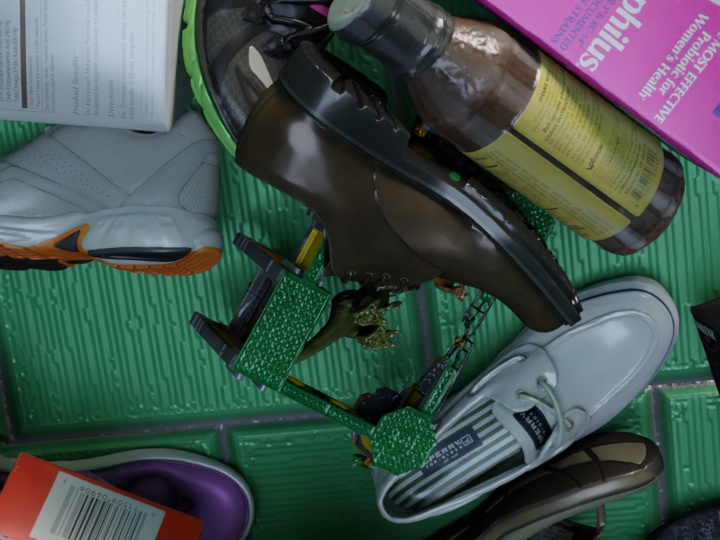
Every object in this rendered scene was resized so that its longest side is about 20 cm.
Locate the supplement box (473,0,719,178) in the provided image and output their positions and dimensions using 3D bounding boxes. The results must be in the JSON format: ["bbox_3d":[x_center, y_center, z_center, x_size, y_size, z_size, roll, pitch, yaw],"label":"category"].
[{"bbox_3d":[0.126,-0.146,0.883,0.200,0.103,0.101,35,98,-8],"label":"supplement box"}]

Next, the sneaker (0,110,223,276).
[{"bbox_3d":[-0.164,-0.049,0.969,0.200,0.076,0.092,3,78,15],"label":"sneaker"}]

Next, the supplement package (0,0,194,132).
[{"bbox_3d":[-0.184,-0.143,0.907,0.200,0.114,0.110,5,110,3],"label":"supplement package"}]

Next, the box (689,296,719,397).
[{"bbox_3d":[0.269,0.086,0.889,0.124,0.200,0.149,-21,105,-1],"label":"box"}]

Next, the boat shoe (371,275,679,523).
[{"bbox_3d":[0.093,0.081,0.982,0.200,0.067,0.074,-39,101,15],"label":"boat shoe"}]

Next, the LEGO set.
[{"bbox_3d":[0.000,0.000,0.957,0.154,0.116,0.200,19,96,-22],"label":"LEGO set"}]

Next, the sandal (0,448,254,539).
[{"bbox_3d":[-0.163,0.149,1.033,0.202,0.050,0.083,0,108,4],"label":"sandal"}]

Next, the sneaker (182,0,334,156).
[{"bbox_3d":[-0.033,-0.145,0.879,0.084,0.077,0.200,3,87,38],"label":"sneaker"}]

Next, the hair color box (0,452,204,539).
[{"bbox_3d":[-0.169,0.203,1.008,0.111,0.064,0.200,21,133,-2],"label":"hair color box"}]

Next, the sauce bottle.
[{"bbox_3d":[0.072,-0.081,0.867,0.200,0.065,0.065,34,108,-27],"label":"sauce bottle"}]

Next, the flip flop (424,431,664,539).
[{"bbox_3d":[0.091,0.156,0.999,0.200,0.081,0.058,-38,96,19],"label":"flip flop"}]

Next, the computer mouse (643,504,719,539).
[{"bbox_3d":[0.256,0.158,1.016,0.200,0.034,0.059,-6,80,2],"label":"computer mouse"}]

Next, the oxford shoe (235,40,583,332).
[{"bbox_3d":[0.023,-0.022,0.867,0.200,0.073,0.084,36,104,-19],"label":"oxford shoe"}]
